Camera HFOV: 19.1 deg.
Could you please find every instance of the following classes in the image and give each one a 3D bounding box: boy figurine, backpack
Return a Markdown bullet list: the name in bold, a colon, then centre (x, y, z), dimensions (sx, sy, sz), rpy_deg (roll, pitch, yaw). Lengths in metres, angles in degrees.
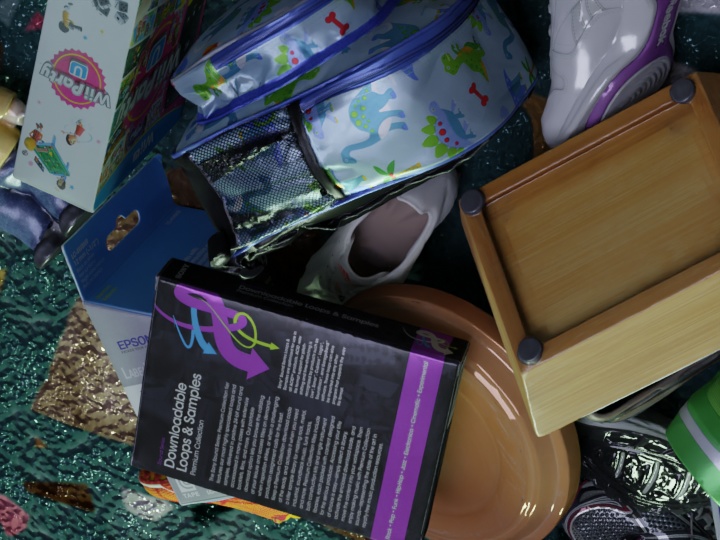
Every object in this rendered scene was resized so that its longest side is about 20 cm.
- **boy figurine**: centre (-0.277, -0.088, 1.507), dimensions (0.200, 0.064, 0.125), rpy_deg (40, 126, 0)
- **backpack**: centre (-0.006, -0.116, 1.299), dimensions (0.199, 0.183, 0.148), rpy_deg (-19, 110, 27)

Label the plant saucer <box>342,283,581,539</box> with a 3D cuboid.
- **plant saucer**: centre (0.049, 0.102, 1.393), dimensions (0.199, 0.032, 0.202), rpy_deg (21, 131, 25)

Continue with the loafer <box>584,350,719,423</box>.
- **loafer**: centre (0.212, 0.027, 1.315), dimensions (0.200, 0.063, 0.072), rpy_deg (-43, 90, 12)

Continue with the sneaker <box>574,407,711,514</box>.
- **sneaker**: centre (0.156, 0.095, 1.408), dimensions (0.199, 0.080, 0.074), rpy_deg (22, 137, 6)

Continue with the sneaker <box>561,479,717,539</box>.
- **sneaker**: centre (0.222, 0.210, 1.445), dimensions (0.199, 0.075, 0.081), rpy_deg (34, 125, 4)

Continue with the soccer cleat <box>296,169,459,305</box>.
- **soccer cleat**: centre (0.000, 0.000, 1.424), dimensions (0.069, 0.078, 0.201), rpy_deg (34, 126, 3)

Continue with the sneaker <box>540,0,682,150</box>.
- **sneaker**: centre (0.146, -0.163, 1.287), dimensions (0.100, 0.075, 0.201), rpy_deg (42, 132, 27)

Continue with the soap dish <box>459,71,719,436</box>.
- **soap dish**: centre (0.160, -0.016, 1.276), dimensions (0.199, 0.158, 0.081), rpy_deg (-28, 148, 17)

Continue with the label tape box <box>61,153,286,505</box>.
- **label tape box**: centre (-0.108, 0.034, 1.450), dimensions (0.066, 0.143, 0.201), rpy_deg (-11, 113, 28)

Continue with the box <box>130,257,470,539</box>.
- **box**: centre (-0.041, 0.084, 1.351), dimensions (0.198, 0.036, 0.144), rpy_deg (16, 118, 7)

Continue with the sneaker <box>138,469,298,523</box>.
- **sneaker**: centre (-0.081, 0.152, 1.540), dimensions (0.199, 0.073, 0.077), rpy_deg (-4, 127, 40)

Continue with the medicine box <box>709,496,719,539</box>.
- **medicine box**: centre (0.331, 0.218, 1.332), dimensions (0.181, 0.103, 0.202), rpy_deg (-13, 78, 29)

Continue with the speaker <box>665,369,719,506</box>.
- **speaker**: centre (0.282, 0.060, 1.291), dimensions (0.200, 0.088, 0.089), rpy_deg (-42, 96, 11)

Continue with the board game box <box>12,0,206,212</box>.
- **board game box**: centre (-0.148, -0.161, 1.358), dimensions (0.064, 0.148, 0.201), rpy_deg (23, 124, 7)
